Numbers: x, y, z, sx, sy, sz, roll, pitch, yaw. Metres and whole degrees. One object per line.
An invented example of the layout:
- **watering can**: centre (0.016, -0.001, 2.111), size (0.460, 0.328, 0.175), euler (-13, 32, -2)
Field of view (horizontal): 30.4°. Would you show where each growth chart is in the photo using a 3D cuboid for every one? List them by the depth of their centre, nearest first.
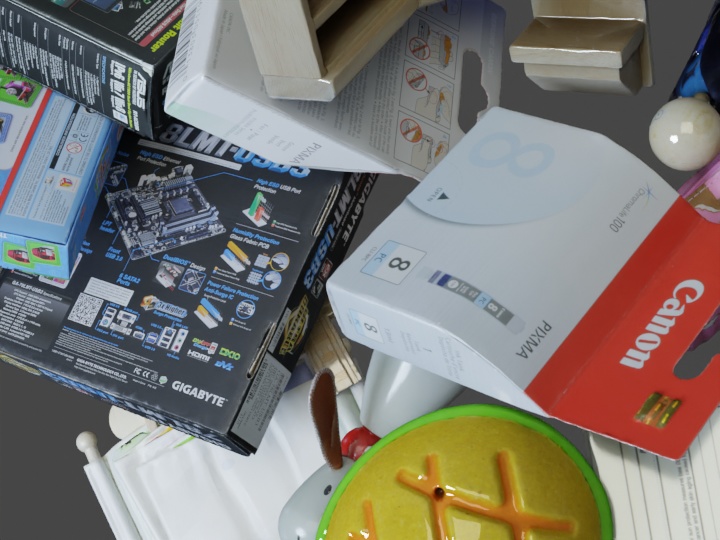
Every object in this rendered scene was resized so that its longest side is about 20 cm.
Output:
- **growth chart**: centre (-0.072, 0.121, 0.819), size (0.200, 0.018, 0.145), euler (-23, 73, 8)

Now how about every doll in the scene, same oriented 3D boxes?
- **doll**: centre (0.213, -0.134, 0.750), size (0.048, 0.136, 0.200), euler (31, 63, -5)

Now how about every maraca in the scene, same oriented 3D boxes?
- **maraca**: centre (0.035, 0.156, 0.667), size (0.200, 0.107, 0.137), euler (-45, 84, 8)

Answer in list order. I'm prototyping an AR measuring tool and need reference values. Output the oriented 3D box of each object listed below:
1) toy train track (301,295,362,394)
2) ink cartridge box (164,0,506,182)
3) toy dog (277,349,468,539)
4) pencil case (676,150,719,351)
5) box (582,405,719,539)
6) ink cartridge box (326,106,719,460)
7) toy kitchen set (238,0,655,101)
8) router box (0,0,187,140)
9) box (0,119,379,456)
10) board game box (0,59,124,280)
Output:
- **toy train track**: centre (0.000, 0.000, 0.812), size (0.200, 0.033, 0.115), euler (-30, 63, 2)
- **ink cartridge box**: centre (-0.007, -0.128, 0.781), size (0.050, 0.200, 0.161), euler (-28, 46, 47)
- **toy dog**: centre (0.032, 0.072, 0.740), size (0.132, 0.096, 0.200), euler (14, 80, -14)
- **pencil case**: centre (0.227, -0.041, 0.748), size (0.200, 0.083, 0.087), euler (-42, 74, 3)
- **box**: centre (0.227, 0.123, 0.698), size (0.200, 0.109, 0.128), euler (-10, 76, 12)
- **ink cartridge box**: centre (0.107, -0.003, 0.675), size (0.200, 0.047, 0.160), euler (19, 52, 37)
- **toy kitchen set**: centre (0.078, -0.130, 0.707), size (0.200, 0.163, 0.180), euler (8, 41, 30)
- **router box**: centre (-0.134, -0.187, 0.823), size (0.150, 0.062, 0.200), euler (27, 52, 13)
- **box**: centre (-0.114, -0.012, 0.811), size (0.200, 0.050, 0.199), euler (16, 71, 25)
- **board game box**: centre (-0.249, -0.079, 0.779), size (0.200, 0.037, 0.151), euler (12, 50, -2)
